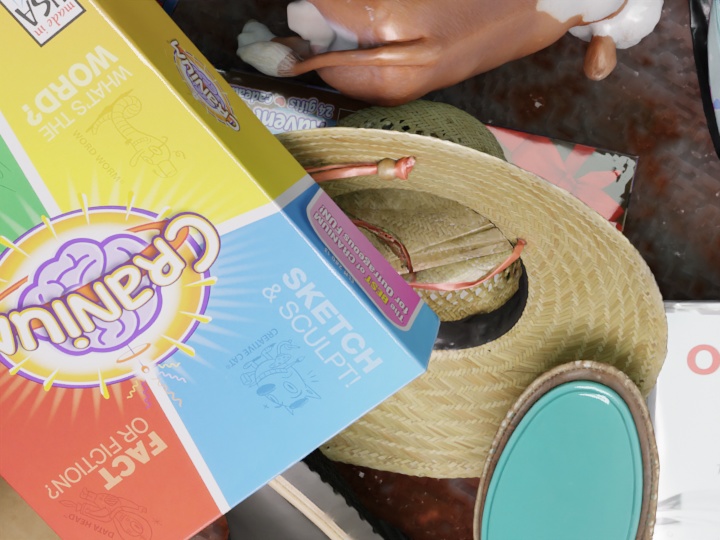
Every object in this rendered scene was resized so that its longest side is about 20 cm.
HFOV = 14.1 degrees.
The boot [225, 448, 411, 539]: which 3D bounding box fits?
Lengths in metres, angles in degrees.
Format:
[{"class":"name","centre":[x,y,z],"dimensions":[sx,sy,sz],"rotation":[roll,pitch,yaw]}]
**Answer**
[{"class":"boot","centre":[-0.044,0.140,1.116],"dimensions":[0.138,0.077,0.200],"rotation":[-40,124,1]}]

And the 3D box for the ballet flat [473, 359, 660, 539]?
[{"class":"ballet flat","centre":[0.078,0.115,1.114],"dimensions":[0.070,0.065,0.201],"rotation":[14,116,12]}]

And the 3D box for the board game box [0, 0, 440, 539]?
[{"class":"board game box","centre":[-0.094,-0.006,0.996],"dimensions":[0.153,0.040,0.200],"rotation":[-36,105,23]}]

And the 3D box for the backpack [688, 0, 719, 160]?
[{"class":"backpack","centre":[0.200,-0.117,1.137],"dimensions":[0.166,0.127,0.201],"rotation":[1,95,-9]}]

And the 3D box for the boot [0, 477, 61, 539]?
[{"class":"boot","centre":[-0.145,0.103,1.070],"dimensions":[0.174,0.200,0.066],"rotation":[-18,91,-5]}]

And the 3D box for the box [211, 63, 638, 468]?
[{"class":"box","centre":[0.000,0.000,1.163],"dimensions":[0.199,0.039,0.138],"rotation":[11,92,-7]}]

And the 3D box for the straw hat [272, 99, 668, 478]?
[{"class":"straw hat","centre":[0.022,-0.016,1.097],"dimensions":[0.200,0.201,0.085],"rotation":[14,49,-6]}]

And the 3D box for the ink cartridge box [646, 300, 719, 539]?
[{"class":"ink cartridge box","centre":[0.174,0.110,1.163],"dimensions":[0.145,0.084,0.201],"rotation":[1,92,-6]}]

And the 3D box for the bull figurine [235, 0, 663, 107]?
[{"class":"bull figurine","centre":[0.030,-0.105,1.112],"dimensions":[0.121,0.200,0.065],"rotation":[12,106,30]}]

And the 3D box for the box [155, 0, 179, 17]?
[{"class":"box","centre":[-0.133,-0.116,1.063],"dimensions":[0.136,0.200,0.038],"rotation":[23,72,-6]}]
